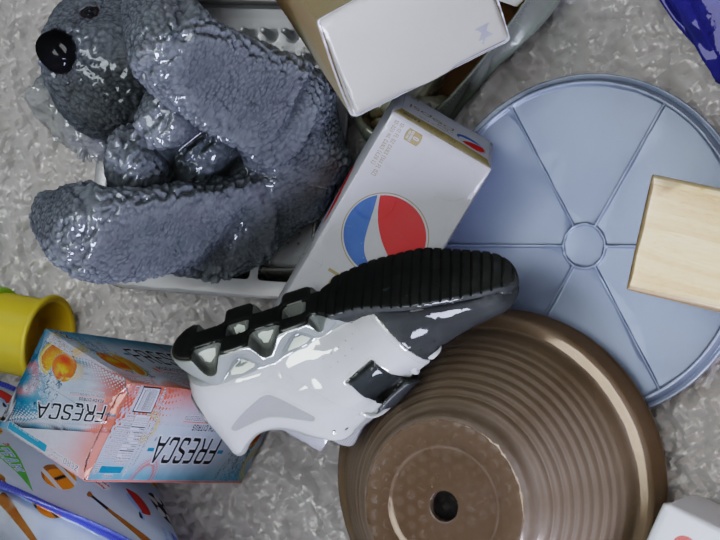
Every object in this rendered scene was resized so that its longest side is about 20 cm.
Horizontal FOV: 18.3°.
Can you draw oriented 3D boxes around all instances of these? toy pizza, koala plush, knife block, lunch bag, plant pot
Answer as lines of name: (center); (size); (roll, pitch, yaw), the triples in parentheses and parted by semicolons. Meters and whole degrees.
toy pizza: (0.135, -0.014, 1.304); (0.199, 0.032, 0.201); (-1, 88, 24)
koala plush: (-0.123, -0.103, 1.324); (0.200, 0.183, 0.178); (41, 113, 41)
knife block: (0.265, 0.006, 1.179); (0.175, 0.199, 0.064); (11, 89, 52)
lunch bag: (-0.219, 0.142, 1.315); (0.124, 0.200, 0.170); (-54, 27, 7)
plant pot: (0.066, 0.125, 1.270); (0.200, 0.093, 0.202); (2, 95, 26)

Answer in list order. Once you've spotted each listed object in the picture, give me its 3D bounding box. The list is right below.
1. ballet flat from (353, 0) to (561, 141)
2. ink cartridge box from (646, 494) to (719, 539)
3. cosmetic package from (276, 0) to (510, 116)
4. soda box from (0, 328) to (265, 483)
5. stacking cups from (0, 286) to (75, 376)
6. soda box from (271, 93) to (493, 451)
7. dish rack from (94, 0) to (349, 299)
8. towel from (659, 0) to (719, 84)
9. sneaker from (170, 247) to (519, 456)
ballet flat: (0.067, -0.152, 1.329); (0.067, 0.064, 0.200); (40, 99, 20)
ink cartridge box: (0.197, 0.242, 1.225); (0.146, 0.083, 0.201); (24, 93, 18)
cosmetic package: (-0.002, -0.183, 1.290); (0.105, 0.071, 0.200); (-27, 39, -5)
soda box: (-0.124, 0.082, 1.309); (0.068, 0.200, 0.064); (29, 96, 23)
stacking cups: (-0.282, 0.031, 1.463); (0.199, 0.060, 0.061); (9, 88, 28)
soda box: (0.000, 0.000, 1.303); (0.068, 0.064, 0.201); (30, 105, -4)
dish rack: (-0.080, -0.083, 1.393); (0.171, 0.044, 0.201); (4, 86, 23)
towel: (0.250, -0.217, 1.274); (0.199, 0.050, 0.148); (-33, 81, 15)
sneaker: (0.002, 0.049, 1.251); (0.199, 0.074, 0.089); (-17, 111, 15)
